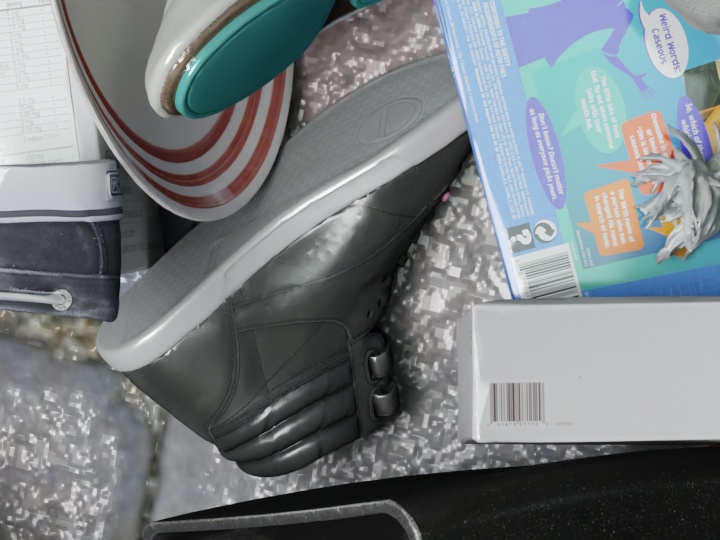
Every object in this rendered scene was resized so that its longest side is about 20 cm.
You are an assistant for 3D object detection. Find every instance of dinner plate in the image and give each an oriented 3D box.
[{"bbox_3d":[-0.076,-0.117,0.977,0.024,0.200,0.202,-7,92,22],"label":"dinner plate"}]

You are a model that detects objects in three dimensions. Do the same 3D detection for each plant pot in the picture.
[{"bbox_3d":[0.063,0.156,0.936,0.200,0.176,0.201,-14,93,60],"label":"plant pot"}]

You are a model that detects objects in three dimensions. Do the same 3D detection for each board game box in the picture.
[{"bbox_3d":[0.137,-0.067,0.967,0.198,0.045,0.153,-14,89,5],"label":"board game box"}]

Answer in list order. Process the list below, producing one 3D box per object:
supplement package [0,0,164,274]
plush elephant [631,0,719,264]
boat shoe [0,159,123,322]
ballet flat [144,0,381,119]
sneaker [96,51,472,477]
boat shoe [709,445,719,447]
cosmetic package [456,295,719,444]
[{"bbox_3d":[-0.169,-0.090,1.020,0.149,0.152,0.202,-7,91,3],"label":"supplement package"},{"bbox_3d":[0.176,-0.071,0.863,0.199,0.155,0.165,-36,88,2],"label":"plush elephant"},{"bbox_3d":[-0.182,-0.002,0.916,0.198,0.072,0.068,-2,91,-4],"label":"boat shoe"},{"bbox_3d":[-0.024,-0.118,0.978,0.069,0.200,0.070,27,134,32],"label":"ballet flat"},{"bbox_3d":[0.000,0.000,1.037,0.200,0.071,0.099,-40,115,-4],"label":"sneaker"},{"bbox_3d":[0.201,0.128,0.973,0.067,0.072,0.201,-38,75,22],"label":"boat shoe"},{"bbox_3d":[0.134,0.035,0.908,0.198,0.083,0.051,-1,84,-2],"label":"cosmetic package"}]
